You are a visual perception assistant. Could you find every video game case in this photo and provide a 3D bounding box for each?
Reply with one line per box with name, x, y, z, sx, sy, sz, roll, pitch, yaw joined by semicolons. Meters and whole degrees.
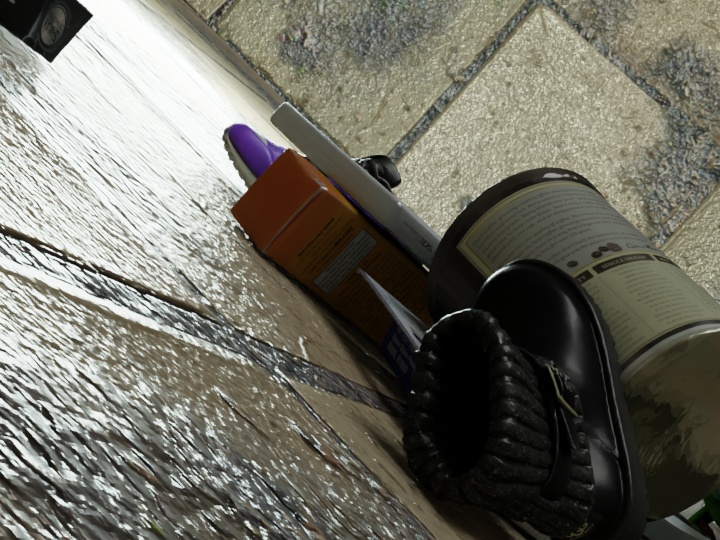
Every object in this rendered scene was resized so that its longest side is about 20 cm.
video game case;0.033;-0.032;1.337;0.182;0.024;0.200;41;2;-36

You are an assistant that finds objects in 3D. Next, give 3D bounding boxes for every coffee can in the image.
coffee can;0.153;0.045;1.180;0.146;0.146;0.200;39;7;-43

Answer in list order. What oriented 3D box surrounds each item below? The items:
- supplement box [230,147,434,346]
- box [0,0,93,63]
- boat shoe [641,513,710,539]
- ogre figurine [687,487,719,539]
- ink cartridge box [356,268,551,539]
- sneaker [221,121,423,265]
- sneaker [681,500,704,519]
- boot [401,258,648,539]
supplement box;0.000;0.000;1.293;0.200;0.069;0.067;38;7;-39
box;-0.273;-0.234;1.158;0.200;0.044;0.160;47;5;39
boat shoe;0.227;0.209;1.311;0.200;0.071;0.091;43;8;14
ogre figurine;0.297;0.191;1.333;0.199;0.099;0.120;25;11;-32
ink cartridge box;0.078;0.104;1.174;0.200;0.043;0.196;39;7;-25
sneaker;-0.021;-0.066;1.488;0.200;0.100;0.070;43;2;-9
sneaker;0.237;0.202;1.470;0.078;0.100;0.199;-2;-5;41
boot;0.081;0.055;1.019;0.157;0.079;0.212;30;31;-42
